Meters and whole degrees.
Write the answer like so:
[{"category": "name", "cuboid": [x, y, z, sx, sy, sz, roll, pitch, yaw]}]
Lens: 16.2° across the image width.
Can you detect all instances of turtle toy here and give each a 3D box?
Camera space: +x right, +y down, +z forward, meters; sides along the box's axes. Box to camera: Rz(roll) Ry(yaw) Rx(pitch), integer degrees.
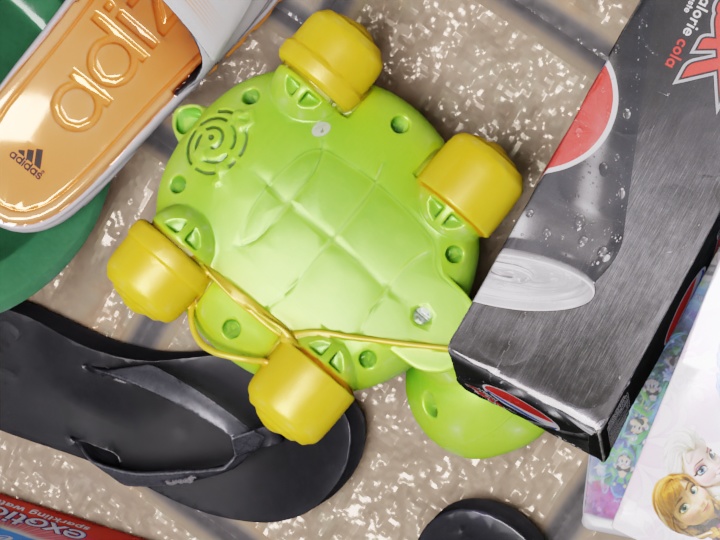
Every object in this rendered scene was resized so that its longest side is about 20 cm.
[{"category": "turtle toy", "cuboid": [0.000, 0.000, 1.030, 0.200, 0.101, 0.146, 41, 88, 4]}]

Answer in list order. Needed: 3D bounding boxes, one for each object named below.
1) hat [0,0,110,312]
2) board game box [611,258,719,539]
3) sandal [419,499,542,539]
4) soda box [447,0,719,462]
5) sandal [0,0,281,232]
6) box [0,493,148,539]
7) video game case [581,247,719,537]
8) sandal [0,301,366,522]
[{"category": "hat", "cuboid": [-0.215, -0.067, 1.132, 0.200, 0.176, 0.166, 45, 78, -8]}, {"category": "board game box", "cuboid": [0.160, -0.016, 0.895, 0.041, 0.199, 0.201, 23, 108, 11]}, {"category": "sandal", "cuboid": [0.026, 0.196, 1.090, 0.076, 0.043, 0.202, 15, 107, 15]}, {"category": "soda box", "cuboid": [0.109, -0.034, 0.961, 0.070, 0.063, 0.201, 28, 80, 11]}, {"category": "sandal", "cuboid": [-0.088, -0.102, 1.029, 0.079, 0.059, 0.207, 35, 87, -2]}, {"category": "box", "cuboid": [-0.153, 0.166, 1.122, 0.198, 0.100, 0.096, 16, 106, 14]}, {"category": "video game case", "cuboid": [0.195, 0.034, 1.015, 0.198, 0.024, 0.184, 10, 105, 16]}, {"category": "sandal", "cuboid": [-0.095, 0.066, 1.110, 0.199, 0.043, 0.077, 11, 106, 16]}]
